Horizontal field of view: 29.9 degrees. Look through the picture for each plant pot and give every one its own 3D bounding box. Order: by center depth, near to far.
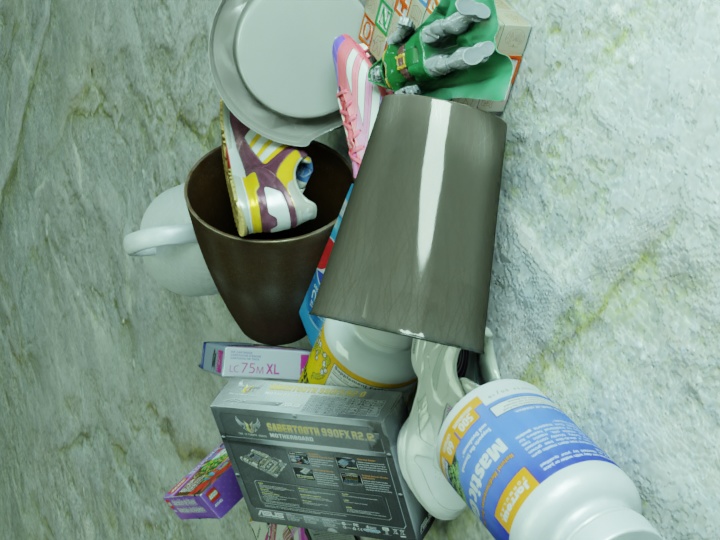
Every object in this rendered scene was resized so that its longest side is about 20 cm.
[{"bbox_3d":[-0.096,-0.018,1.517,0.187,0.187,0.200,-120,22,-44],"label":"plant pot"}]

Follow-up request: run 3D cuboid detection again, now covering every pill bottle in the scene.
[{"bbox_3d":[0.151,0.180,1.067,0.200,0.112,0.112,-133,47,-54],"label":"pill bottle"},{"bbox_3d":[0.006,0.092,1.356,0.200,0.113,0.113,114,144,-43],"label":"pill bottle"}]

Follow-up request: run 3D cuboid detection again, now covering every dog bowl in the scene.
[{"bbox_3d":[-0.057,-0.230,1.382,0.059,0.200,0.200,-118,33,-70],"label":"dog bowl"}]

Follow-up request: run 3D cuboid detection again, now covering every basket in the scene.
[{"bbox_3d":[0.052,-0.042,1.168,0.180,0.136,0.200,11,87,53],"label":"basket"}]

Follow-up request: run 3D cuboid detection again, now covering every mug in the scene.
[{"bbox_3d":[-0.195,-0.043,1.662,0.175,0.200,0.148,-9,88,57],"label":"mug"}]

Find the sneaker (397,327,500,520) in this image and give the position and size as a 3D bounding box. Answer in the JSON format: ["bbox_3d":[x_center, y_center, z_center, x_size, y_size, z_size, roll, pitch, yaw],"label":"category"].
[{"bbox_3d":[0.085,0.136,1.238,0.100,0.075,0.200,13,104,62],"label":"sneaker"}]

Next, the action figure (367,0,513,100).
[{"bbox_3d":[0.057,-0.186,1.171,0.200,0.055,0.118,169,96,-67],"label":"action figure"}]

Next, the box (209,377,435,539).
[{"bbox_3d":[-0.037,0.189,1.343,0.200,0.048,0.159,1,123,28],"label":"box"}]

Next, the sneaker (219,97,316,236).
[{"bbox_3d":[-0.098,-0.116,1.427,0.075,0.090,0.200,92,168,-51],"label":"sneaker"}]

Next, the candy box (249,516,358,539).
[{"bbox_3d":[-0.061,0.322,1.569,0.200,0.061,0.136,-118,36,-43],"label":"candy box"}]

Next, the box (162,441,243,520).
[{"bbox_3d":[-0.126,0.207,1.557,0.039,0.200,0.137,51,153,-8],"label":"box"}]

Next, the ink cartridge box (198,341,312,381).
[{"bbox_3d":[-0.118,0.106,1.575,0.200,0.119,0.042,168,107,-75],"label":"ink cartridge box"}]

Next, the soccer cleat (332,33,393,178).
[{"bbox_3d":[0.011,-0.132,1.304,0.200,0.076,0.067,63,-178,2],"label":"soccer cleat"}]

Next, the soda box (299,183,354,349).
[{"bbox_3d":[0.000,0.000,1.411,0.064,0.068,0.200,66,147,37],"label":"soda box"}]

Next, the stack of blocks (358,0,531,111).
[{"bbox_3d":[0.073,-0.222,1.256,0.200,0.059,0.115,56,140,47],"label":"stack of blocks"}]
